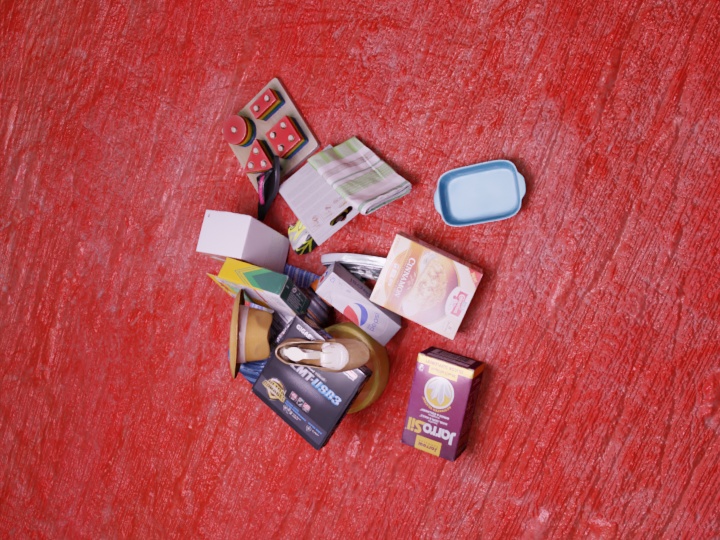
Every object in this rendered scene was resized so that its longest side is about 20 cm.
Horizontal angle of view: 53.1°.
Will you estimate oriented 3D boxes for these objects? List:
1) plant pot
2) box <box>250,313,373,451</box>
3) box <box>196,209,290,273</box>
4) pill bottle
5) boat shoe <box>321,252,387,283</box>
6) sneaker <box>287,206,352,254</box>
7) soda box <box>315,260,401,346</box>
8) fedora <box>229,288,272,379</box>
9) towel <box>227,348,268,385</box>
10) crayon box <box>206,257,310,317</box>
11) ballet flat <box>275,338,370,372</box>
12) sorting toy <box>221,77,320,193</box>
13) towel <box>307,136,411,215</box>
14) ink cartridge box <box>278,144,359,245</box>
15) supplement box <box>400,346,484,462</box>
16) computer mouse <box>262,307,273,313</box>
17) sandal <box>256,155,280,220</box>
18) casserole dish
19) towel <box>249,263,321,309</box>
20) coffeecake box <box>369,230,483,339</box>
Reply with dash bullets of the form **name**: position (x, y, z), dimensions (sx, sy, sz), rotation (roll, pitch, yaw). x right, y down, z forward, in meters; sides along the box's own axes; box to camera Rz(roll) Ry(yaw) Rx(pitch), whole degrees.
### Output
- **plant pot**: position (-0.057, 0.226, 1.593), dimensions (0.197, 0.188, 0.206), rotation (2, 94, 23)
- **box**: position (-0.103, 0.228, 1.485), dimensions (0.199, 0.050, 0.200), rotation (38, 108, 17)
- **box**: position (-0.264, -0.058, 1.655), dimensions (0.122, 0.200, 0.100), rotation (9, 80, 23)
- **pill bottle**: position (-0.142, 0.113, 1.631), dimensions (0.200, 0.106, 0.106), rotation (-45, 75, -4)
- **boat shoe**: position (0.000, 0.000, 1.617), dimensions (0.196, 0.072, 0.073), rotation (6, 91, 22)
- **sneaker**: position (-0.096, -0.127, 1.654), dimensions (0.199, 0.075, 0.077), rotation (-42, 67, 15)
- **soda box**: position (-0.002, 0.073, 1.581), dimensions (0.199, 0.069, 0.064), rotation (39, 109, -12)
- **fedora**: position (-0.226, 0.134, 1.507), dimensions (0.080, 0.201, 0.205), rotation (3, 95, -4)
- **towel**: position (-0.232, 0.240, 1.669), dimensions (0.110, 0.201, 0.049), rotation (13, 66, 22)
- **crayon box**: position (-0.221, 0.035, 1.561), dimensions (0.197, 0.126, 0.052), rotation (15, 70, 26)
- **ballet flat**: position (-0.082, 0.164, 1.409), dimensions (0.196, 0.072, 0.069), rotation (4, 91, 23)
- **sorting toy**: position (-0.228, -0.317, 1.704), dimensions (0.198, 0.069, 0.202), rotation (-37, 78, 22)
- **towel**: position (-0.002, -0.211, 1.556), dimensions (0.200, 0.148, 0.031), rotation (45, 145, 26)
- **ink cartridge box**: position (-0.075, -0.162, 1.603), dimensions (0.162, 0.057, 0.201), rotation (-38, 63, 2)
- **supplement box**: position (0.175, 0.281, 1.537), dimensions (0.129, 0.103, 0.204), rotation (14, 99, 22)
- **computer mouse**: position (-0.199, 0.148, 1.710), dimensions (0.108, 0.044, 0.204), rotation (-4, 101, 31)
- **sandal**: position (-0.224, -0.186, 1.667), dimensions (0.201, 0.044, 0.076), rotation (122, 149, -49)
- **casserole dish**: position (0.252, -0.161, 1.513), dimensions (0.196, 0.039, 0.124), rotation (-9, 89, 25)
- **towel**: position (-0.173, 0.063, 1.726), dimensions (0.197, 0.024, 0.148), rotation (20, 100, 22)
- **coffeecake box**: position (0.140, 0.030, 1.530), dimensions (0.197, 0.073, 0.156), rotation (25, 102, 5)
